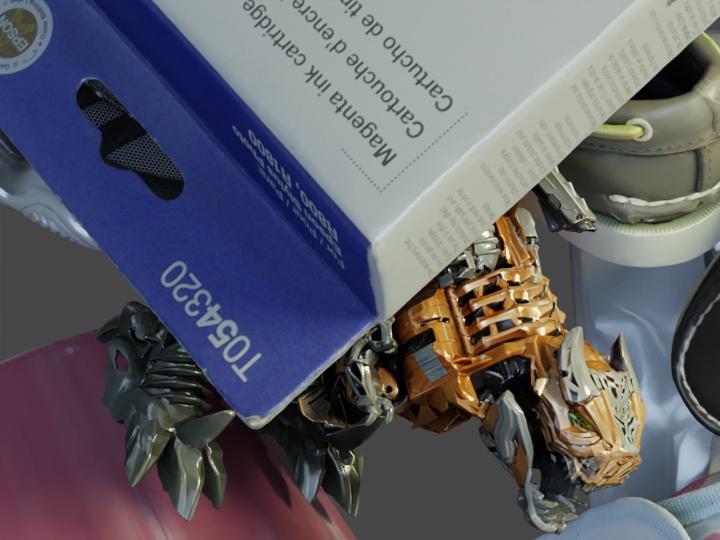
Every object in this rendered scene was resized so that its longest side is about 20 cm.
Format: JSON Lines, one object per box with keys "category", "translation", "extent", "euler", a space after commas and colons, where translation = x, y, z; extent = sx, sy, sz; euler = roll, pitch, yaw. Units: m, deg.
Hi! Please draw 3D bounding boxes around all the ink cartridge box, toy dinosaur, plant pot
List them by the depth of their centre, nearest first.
{"category": "ink cartridge box", "translation": [-0.015, -0.092, 0.686], "extent": [0.200, 0.043, 0.196], "euler": [-42, 61, -2]}
{"category": "toy dinosaur", "translation": [0.000, 0.000, 0.714], "extent": [0.136, 0.102, 0.200], "euler": [-51, 39, 21]}
{"category": "plant pot", "translation": [-0.070, 0.123, 0.775], "extent": [0.200, 0.200, 0.179], "euler": [-29, 72, 15]}

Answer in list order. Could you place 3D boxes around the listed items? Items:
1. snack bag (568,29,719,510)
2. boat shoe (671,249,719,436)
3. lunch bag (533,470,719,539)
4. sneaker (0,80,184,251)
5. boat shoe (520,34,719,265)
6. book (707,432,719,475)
{"category": "snack bag", "translation": [0.159, 0.013, 0.781], "extent": [0.199, 0.021, 0.189], "euler": [-5, 92, 15]}
{"category": "boat shoe", "translation": [0.158, -0.016, 0.689], "extent": [0.200, 0.065, 0.073], "euler": [-41, 79, 27]}
{"category": "lunch bag", "translation": [0.139, 0.130, 0.674], "extent": [0.200, 0.127, 0.170], "euler": [-19, 79, 22]}
{"category": "sneaker", "translation": [-0.084, -0.073, 0.811], "extent": [0.200, 0.075, 0.114], "euler": [22, 102, 15]}
{"category": "boat shoe", "translation": [0.029, -0.077, 0.749], "extent": [0.202, 0.072, 0.060], "euler": [33, 147, 28]}
{"category": "book", "translation": [0.167, 0.090, 0.750], "extent": [0.133, 0.048, 0.201], "euler": [9, 94, 16]}
